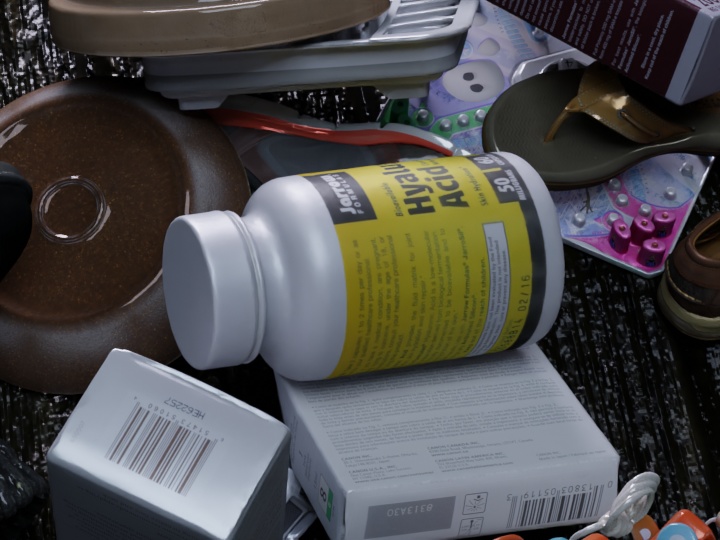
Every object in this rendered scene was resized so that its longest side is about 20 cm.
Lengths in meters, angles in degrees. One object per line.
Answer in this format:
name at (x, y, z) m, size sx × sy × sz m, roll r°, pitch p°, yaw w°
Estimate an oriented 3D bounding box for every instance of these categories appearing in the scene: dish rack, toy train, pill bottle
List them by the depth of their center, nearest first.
toy train at (0.120, 0.153, 1.142) m, size 0.150 × 0.200 × 0.056 m, roll -47°, pitch 62°, yaw 0°
pill bottle at (0.000, 0.000, 1.183) m, size 0.200 × 0.111 × 0.112 m, roll -9°, pitch 60°, yaw -24°
dish rack at (-0.029, -0.132, 1.305) m, size 0.199 × 0.044 × 0.172 m, roll -2°, pitch 18°, yaw 7°

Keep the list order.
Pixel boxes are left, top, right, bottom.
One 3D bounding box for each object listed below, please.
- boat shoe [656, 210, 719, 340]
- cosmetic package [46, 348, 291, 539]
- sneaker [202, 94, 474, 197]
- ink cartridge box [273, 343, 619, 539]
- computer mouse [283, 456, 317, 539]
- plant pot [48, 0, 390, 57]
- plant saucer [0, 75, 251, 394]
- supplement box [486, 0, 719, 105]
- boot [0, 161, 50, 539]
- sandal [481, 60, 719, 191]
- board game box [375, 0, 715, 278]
boat shoe at (0.268, -0.028, 1.303) m, size 0.200 × 0.068 × 0.072 m, roll -26°, pitch 57°, yaw -18°
cosmetic package at (-0.095, 0.131, 1.112) m, size 0.101 × 0.200 × 0.074 m, roll 25°, pitch 62°, yaw 10°
sneaker at (-0.010, -0.042, 1.299) m, size 0.199 × 0.077 × 0.082 m, roll 12°, pitch 67°, yaw 15°
ink cartridge box at (0.031, 0.073, 1.221) m, size 0.161 × 0.050 × 0.200 m, roll -5°, pitch 31°, yaw -20°
computer mouse at (-0.057, 0.115, 1.218) m, size 0.200 × 0.044 × 0.110 m, roll 23°, pitch 65°, yaw 3°
plant pot at (-0.086, -0.188, 1.278) m, size 0.200 × 0.093 × 0.201 m, roll -6°, pitch 17°, yaw 2°
plant saucer at (-0.163, -0.029, 1.265) m, size 0.200 × 0.037 × 0.201 m, roll -3°, pitch 69°, yaw 9°
supplement box at (0.143, -0.176, 1.313) m, size 0.200 × 0.061 × 0.109 m, roll 31°, pitch 29°, yaw 25°
boot at (-0.217, 0.062, 1.186) m, size 0.158 × 0.079 × 0.211 m, roll 44°, pitch 99°, yaw 24°
sandal at (0.169, -0.100, 1.319) m, size 0.199 × 0.054 × 0.081 m, roll -8°, pitch 61°, yaw -9°
board game box at (0.131, -0.115, 1.371) m, size 0.200 × 0.026 × 0.200 m, roll 24°, pitch 61°, yaw 9°
